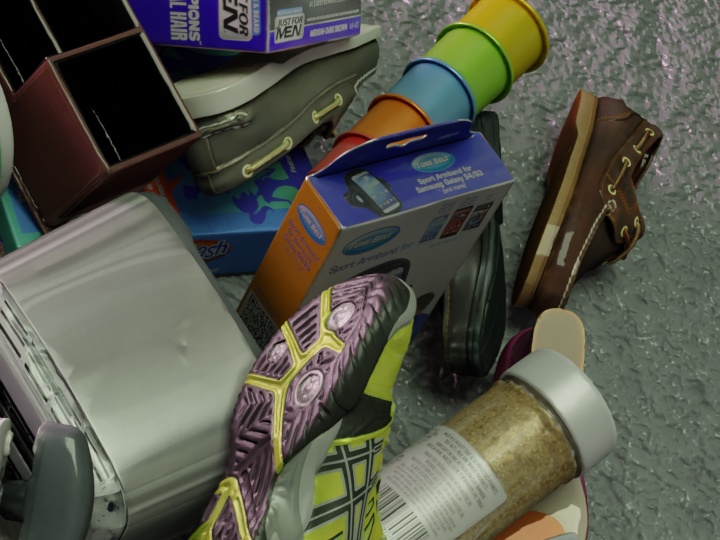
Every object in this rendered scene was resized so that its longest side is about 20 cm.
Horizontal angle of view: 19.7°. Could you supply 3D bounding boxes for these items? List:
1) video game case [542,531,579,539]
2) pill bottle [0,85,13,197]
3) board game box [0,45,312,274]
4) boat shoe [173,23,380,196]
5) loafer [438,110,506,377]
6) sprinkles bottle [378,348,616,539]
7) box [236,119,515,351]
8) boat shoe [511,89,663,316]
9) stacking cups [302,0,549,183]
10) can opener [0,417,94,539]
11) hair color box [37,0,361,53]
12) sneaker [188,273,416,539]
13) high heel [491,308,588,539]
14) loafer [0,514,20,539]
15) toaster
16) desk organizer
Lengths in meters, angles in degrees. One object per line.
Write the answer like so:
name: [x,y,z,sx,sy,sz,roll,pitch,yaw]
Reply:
video game case: [0.079,0.242,1.020,0.143,0.017,0.201,-11,81,-34]
pill bottle: [-0.286,-0.054,1.046,0.200,0.113,0.113,-24,68,-34]
board game box: [-0.130,-0.067,1.190,0.199,0.045,0.153,-5,57,-31]
boat shoe: [-0.044,-0.098,1.188,0.202,0.072,0.061,-35,116,-56]
loafer: [0.050,-0.014,1.234,0.072,0.073,0.200,-2,42,4]
sprinkles bottle: [0.038,0.121,1.064,0.200,0.068,0.068,-35,73,-19]
box: [0.000,0.000,1.096,0.119,0.200,0.042,-17,63,-36]
boat shoe: [0.147,-0.040,1.296,0.070,0.071,0.200,25,46,-1]
stacking cups: [0.037,-0.090,1.230,0.060,0.061,0.200,39,55,6]
can opener: [-0.163,0.164,0.922,0.067,0.053,0.201,7,76,-1]
hair color box: [-0.111,-0.164,1.177,0.199,0.065,0.109,6,14,28]
sneaker: [-0.021,0.097,0.988,0.076,0.075,0.201,30,82,-33]
high heel: [0.088,0.124,1.161,0.067,0.096,0.201,8,69,-4]
loafer: [-0.233,0.103,0.988,0.200,0.070,0.070,41,62,8]
toaster: [-0.123,0.065,1.042,0.129,0.114,0.200,-23,73,-35]
desk organizer: [-0.171,-0.130,1.099,0.072,0.077,0.201,-25,84,-40]
